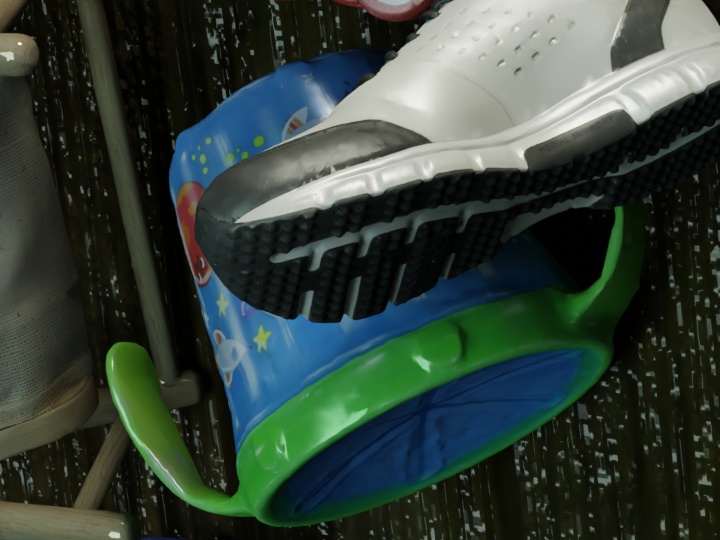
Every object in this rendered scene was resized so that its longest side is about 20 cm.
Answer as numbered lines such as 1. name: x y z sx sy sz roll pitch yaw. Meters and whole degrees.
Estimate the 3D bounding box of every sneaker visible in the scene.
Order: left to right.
1. sneaker: 0.030 -0.047 0.840 0.080 0.199 0.074 57 149 21

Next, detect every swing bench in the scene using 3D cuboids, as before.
1. swing bench: -0.182 -0.004 1.013 0.199 0.130 0.200 -5 113 12

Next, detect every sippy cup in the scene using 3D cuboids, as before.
1. sippy cup: 0.000 0.000 0.930 0.140 0.177 0.131 111 137 -67

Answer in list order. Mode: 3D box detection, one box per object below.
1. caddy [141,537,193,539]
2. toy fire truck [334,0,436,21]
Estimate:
1. caddy: -0.052 0.183 1.033 0.200 0.141 0.105 35 132 26
2. toy fire truck: 0.003 -0.186 0.879 0.168 0.112 0.200 -39 79 19
